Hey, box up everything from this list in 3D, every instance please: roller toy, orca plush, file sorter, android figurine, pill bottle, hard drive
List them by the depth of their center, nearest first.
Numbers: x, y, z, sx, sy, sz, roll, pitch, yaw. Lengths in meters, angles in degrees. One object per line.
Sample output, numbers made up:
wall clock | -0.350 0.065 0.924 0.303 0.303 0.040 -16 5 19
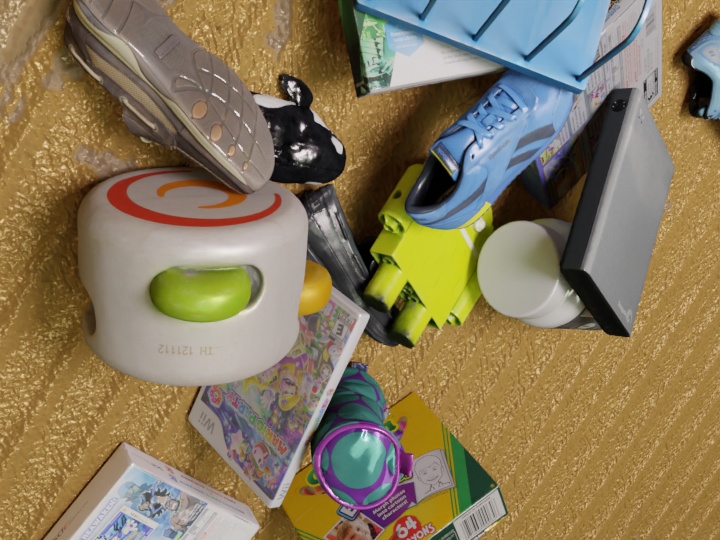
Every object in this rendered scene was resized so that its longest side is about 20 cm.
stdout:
file sorter | 0.116 -0.246 0.636 0.197 0.123 0.141 19 83 -7
roller toy | -0.135 0.004 0.700 0.199 0.180 0.142 -32 134 -56
orca plush | -0.081 -0.124 0.733 0.105 0.071 0.200 -48 127 0
hard drive | 0.257 -0.055 0.844 0.139 0.033 0.202 43 62 -45
android figurine | 0.078 -0.028 0.856 0.201 0.041 0.183 -55 135 -22
pill bottle | 0.215 0.005 0.913 0.198 0.113 0.114 7 111 -50

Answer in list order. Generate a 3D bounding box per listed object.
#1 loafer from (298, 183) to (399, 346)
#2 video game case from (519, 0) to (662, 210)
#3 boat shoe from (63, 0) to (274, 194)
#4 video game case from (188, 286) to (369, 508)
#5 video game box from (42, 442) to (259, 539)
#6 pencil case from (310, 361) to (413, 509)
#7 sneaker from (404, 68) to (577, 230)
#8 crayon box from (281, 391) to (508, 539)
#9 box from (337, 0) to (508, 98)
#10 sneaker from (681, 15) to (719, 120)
loafer | 0.000 0.000 0.842 0.070 0.068 0.201 -33 124 8
video game case | 0.224 -0.178 0.854 0.181 0.045 0.200 -46 151 -3
boat shoe | -0.148 -0.138 0.667 0.200 0.073 0.075 49 45 -12
video game case | -0.082 0.094 0.799 0.018 0.143 0.202 9 110 -51
video game box | -0.232 0.297 0.876 0.201 0.047 0.182 -50 129 0
pencil case | -0.006 0.157 0.840 0.091 0.200 0.087 5 99 -5
sneaker | 0.111 -0.115 0.732 0.078 0.066 0.201 4 131 -53
crayon box | 0.029 0.250 0.922 0.198 0.172 0.059 -33 129 -12
box | 0.044 -0.257 0.713 0.142 0.036 0.203 -15 95 -23
sneaker | 0.426 -0.202 1.000 0.089 0.079 0.201 -31 125 11
